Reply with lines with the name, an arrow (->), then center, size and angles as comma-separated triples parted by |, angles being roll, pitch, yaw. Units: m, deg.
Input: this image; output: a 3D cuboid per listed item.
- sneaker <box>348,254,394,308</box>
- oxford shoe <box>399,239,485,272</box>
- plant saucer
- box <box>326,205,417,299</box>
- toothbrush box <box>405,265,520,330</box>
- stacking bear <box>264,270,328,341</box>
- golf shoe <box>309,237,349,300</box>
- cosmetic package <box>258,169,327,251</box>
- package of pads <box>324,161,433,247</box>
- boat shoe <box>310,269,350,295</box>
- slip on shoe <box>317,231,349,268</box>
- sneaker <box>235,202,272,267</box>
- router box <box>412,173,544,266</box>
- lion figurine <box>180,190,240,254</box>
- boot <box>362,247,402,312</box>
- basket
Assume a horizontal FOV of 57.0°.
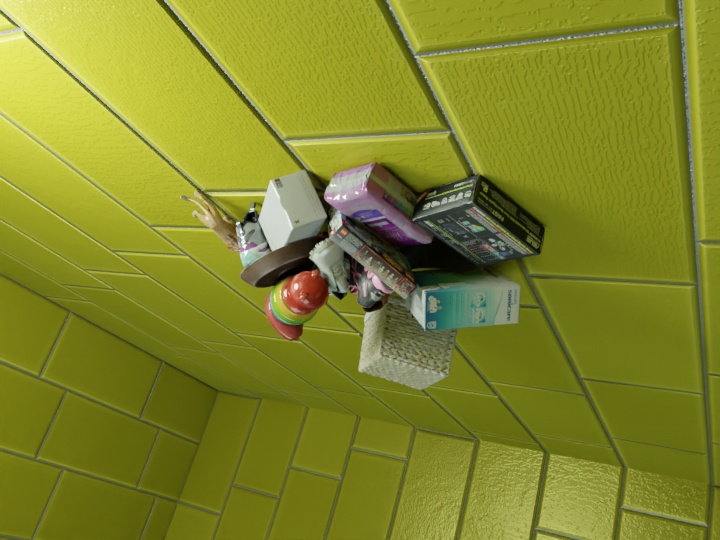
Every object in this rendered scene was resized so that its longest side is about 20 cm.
sneaker -> 0.000, 0.000, 1.391 | 0.079, 0.200, 0.095 | 24, 117, -35
oxford shoe -> 0.183, -0.034, 1.395 | 0.200, 0.071, 0.071 | 2, -177, 29
plant saucer -> -0.155, -0.011, 1.402 | 0.200, 0.035, 0.200 | -24, 171, -4
box -> 0.021, -0.043, 1.304 | 0.200, 0.040, 0.137 | 39, -164, -20
toothbrush box -> 0.206, 0.053, 1.362 | 0.200, 0.085, 0.146 | -5, -163, -11
stacking bear -> -0.126, 0.058, 1.385 | 0.114, 0.122, 0.200 | 36, 154, -7
golf shoe -> -0.049, -0.005, 1.346 | 0.097, 0.078, 0.200 | 51, 166, 16
cosmetic package -> -0.142, -0.106, 1.348 | 0.081, 0.113, 0.200 | -21, 170, -22
package of pads -> 0.042, -0.120, 1.255 | 0.120, 0.076, 0.200 | -4, 150, 48
boat shoe -> -0.074, 0.028, 1.583 | 0.074, 0.069, 0.200 | -23, 157, 36
slip on shoe -> -0.095, -0.061, 1.522 | 0.200, 0.061, 0.074 | 20, 169, 30
sneaker -> -0.219, -0.085, 1.492 | 0.078, 0.140, 0.200 | -17, 179, 14
router box -> 0.217, -0.087, 1.220 | 0.200, 0.062, 0.150 | 32, 154, -32
lion figurine -> -0.318, -0.101, 1.519 | 0.200, 0.072, 0.122 | 33, -173, -48
boot -> 0.045, 0.027, 1.493 | 0.077, 0.155, 0.200 | 20, 158, -8
basket -> 0.112, 0.180, 1.626 | 0.198, 0.161, 0.200 | 18, 157, -10
